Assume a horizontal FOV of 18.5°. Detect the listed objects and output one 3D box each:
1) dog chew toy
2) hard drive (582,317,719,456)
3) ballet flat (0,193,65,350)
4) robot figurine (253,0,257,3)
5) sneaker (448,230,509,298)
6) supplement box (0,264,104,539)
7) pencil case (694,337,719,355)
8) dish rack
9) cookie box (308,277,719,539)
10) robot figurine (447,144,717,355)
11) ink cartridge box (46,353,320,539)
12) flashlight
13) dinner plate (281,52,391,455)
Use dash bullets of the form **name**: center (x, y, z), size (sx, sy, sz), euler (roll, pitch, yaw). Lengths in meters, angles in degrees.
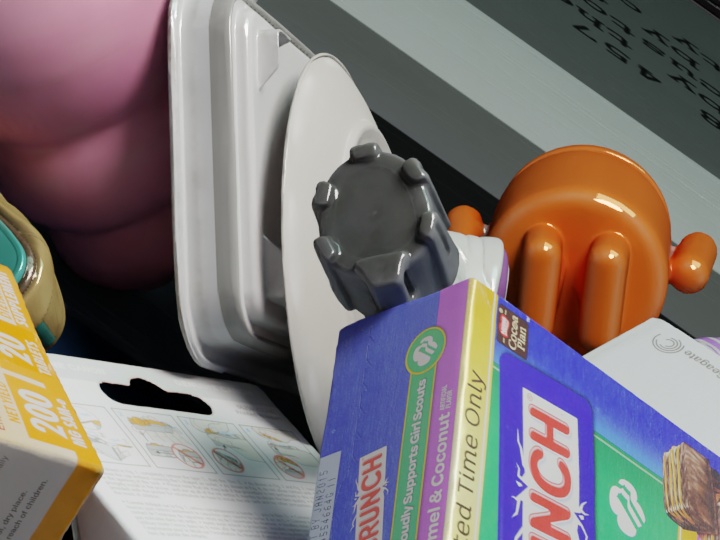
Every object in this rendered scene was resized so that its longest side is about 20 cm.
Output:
- **dog chew toy**: center (-0.125, -0.075, 1.002), size (0.125, 0.124, 0.201), euler (-117, -172, -54)
- **hard drive**: center (0.108, 0.096, 0.990), size (0.199, 0.027, 0.132), euler (-26, 42, -31)
- **ballet flat**: center (-0.193, -0.033, 0.953), size (0.200, 0.069, 0.063), euler (50, -5, 30)
- **robot figurine**: center (-0.118, -0.131, 1.115), size (0.170, 0.200, 0.113), euler (45, 48, 7)
- **sneaker**: center (0.026, 0.029, 1.176), size (0.099, 0.075, 0.200), euler (16, 19, 0)
- **supplement box**: center (-0.199, 0.031, 0.739), size (0.199, 0.074, 0.126), euler (20, 23, -37)
- **pencil case**: center (0.226, 0.083, 1.334), size (0.085, 0.084, 0.200), euler (6, 3, 32)
- **dish rack**: center (-0.036, -0.035, 1.013), size (0.043, 0.173, 0.200), euler (-5, -10, 13)
- **cookie box**: center (0.073, 0.127, 0.813), size (0.200, 0.075, 0.172), euler (35, 48, -33)
- **robot figurine**: center (0.132, -0.012, 1.359), size (0.117, 0.143, 0.200), euler (56, 17, -9)
- **ink cartridge box**: center (-0.048, 0.113, 0.862), size (0.162, 0.057, 0.200), euler (13, 20, -49)
- **flashlight**: center (0.025, 0.016, 0.906), size (0.067, 0.068, 0.200), euler (27, -18, 26)
- **dinner plate**: center (0.000, 0.000, 1.013), size (0.024, 0.201, 0.200), euler (-6, 13, 13)
